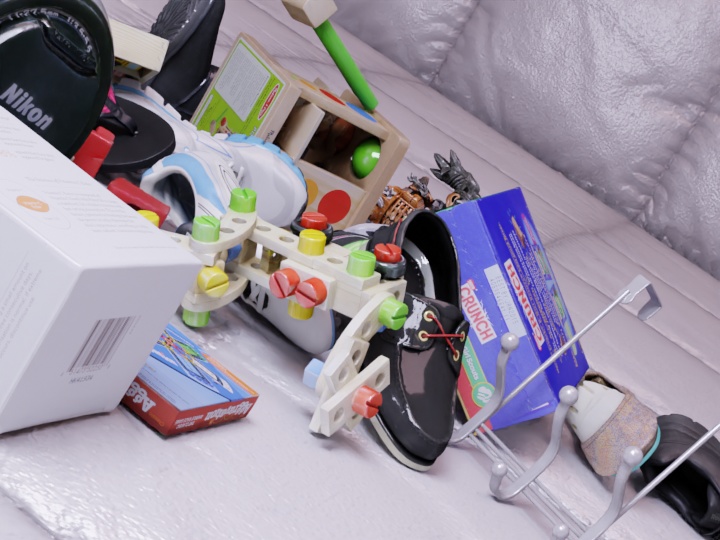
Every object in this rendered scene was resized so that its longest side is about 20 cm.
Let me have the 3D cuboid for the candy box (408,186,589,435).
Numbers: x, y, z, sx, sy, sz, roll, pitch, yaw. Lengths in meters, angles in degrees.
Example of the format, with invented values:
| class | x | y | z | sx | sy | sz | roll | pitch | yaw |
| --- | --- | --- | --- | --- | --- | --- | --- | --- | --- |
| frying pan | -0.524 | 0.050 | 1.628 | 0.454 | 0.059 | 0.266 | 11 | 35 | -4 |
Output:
| class | x | y | z | sx | sy | sz | roll | pitch | yaw |
| --- | --- | --- | --- | --- | --- | --- | --- | --- | --- |
| candy box | 0.108 | 0.027 | 1.253 | 0.170 | 0.077 | 0.200 | 69 | 15 | 1 |

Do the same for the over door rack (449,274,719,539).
| class | x | y | z | sx | sy | sz | roll | pitch | yaw |
| --- | --- | --- | --- | --- | --- | --- | --- | --- | --- |
| over door rack | 0.167 | 0.088 | 1.082 | 0.148 | 0.199 | 0.067 | 45 | -19 | 42 |

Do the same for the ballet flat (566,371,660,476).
| class | x | y | z | sx | sy | sz | roll | pitch | yaw |
| --- | --- | --- | --- | --- | --- | --- | --- | --- | --- |
| ballet flat | 0.196 | 0.120 | 1.302 | 0.067 | 0.068 | 0.200 | 42 | 3 | 0 |

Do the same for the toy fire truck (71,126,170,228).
| class | x | y | z | sx | sy | sz | roll | pitch | yaw |
| --- | --- | --- | --- | --- | --- | --- | --- | --- | --- |
| toy fire truck | -0.225 | -0.083 | 1.085 | 0.199 | 0.049 | 0.141 | 30 | 13 | -11 |

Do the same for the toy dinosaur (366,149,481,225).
| class | x | y | z | sx | sy | sz | roll | pitch | yaw |
| --- | --- | --- | --- | --- | --- | --- | --- | --- | --- |
| toy dinosaur | 0.079 | -0.040 | 1.637 | 0.200 | 0.102 | 0.136 | 47 | 23 | -18 |

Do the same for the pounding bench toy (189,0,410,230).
| class | x | y | z | sx | sy | sz | roll | pitch | yaw |
| --- | --- | --- | --- | --- | --- | --- | --- | --- | --- |
| pounding bench toy | -0.037 | -0.138 | 1.404 | 0.155 | 0.201 | 0.124 | 22 | 15 | -35 |

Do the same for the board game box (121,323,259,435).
| class | x | y | z | sx | sy | sz | roll | pitch | yaw |
| --- | --- | --- | --- | --- | --- | --- | --- | --- | --- |
| board game box | -0.157 | 0.024 | 0.912 | 0.199 | 0.020 | 0.103 | 37 | 14 | 17 |

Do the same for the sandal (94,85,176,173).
| class | x | y | z | sx | sy | sz | roll | pitch | yaw |
| --- | --- | --- | --- | --- | --- | --- | --- | --- | --- |
| sandal | -0.231 | -0.138 | 1.223 | 0.199 | 0.045 | 0.075 | 31 | 51 | 17 |

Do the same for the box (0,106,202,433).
| class | x | y | z | sx | sy | sz | roll | pitch | yaw |
| --- | --- | --- | --- | --- | --- | --- | --- | --- | --- |
| box | -0.201 | -0.020 | 0.792 | 0.199 | 0.098 | 0.124 | 37 | 14 | 17 |

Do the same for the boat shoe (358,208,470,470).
| class | x | y | z | sx | sy | sz | roll | pitch | yaw |
| --- | --- | --- | --- | --- | --- | --- | --- | --- | --- |
| boat shoe | 0.037 | 0.042 | 1.081 | 0.073 | 0.063 | 0.202 | 31 | 38 | -31 |

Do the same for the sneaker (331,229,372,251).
| class | x | y | z | sx | sy | sz | roll | pitch | yaw |
| --- | --- | --- | --- | --- | --- | --- | --- | --- | --- |
| sneaker | 0.000 | 0.000 | 1.252 | 0.083 | 0.077 | 0.200 | 20 | -4 | 21 |

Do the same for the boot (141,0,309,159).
| class | x | y | z | sx | sy | sz | roll | pitch | yaw |
| --- | --- | --- | --- | --- | --- | --- | --- | --- | --- |
| boot | -0.107 | -0.171 | 1.472 | 0.199 | 0.165 | 0.066 | 26 | 40 | -28 |

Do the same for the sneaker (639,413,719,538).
| class | x | y | z | sx | sy | sz | roll | pitch | yaw |
| --- | --- | --- | --- | --- | --- | --- | --- | --- | --- |
| sneaker | 0.313 | 0.199 | 1.310 | 0.199 | 0.076 | 0.091 | 28 | 21 | 9 |

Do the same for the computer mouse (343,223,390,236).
| class | x | y | z | sx | sy | sz | roll | pitch | yaw |
| --- | --- | --- | --- | --- | --- | --- | --- | --- | --- |
| computer mouse | 0.055 | 0.007 | 1.385 | 0.199 | 0.110 | 0.044 | 11 | 59 | -33 |

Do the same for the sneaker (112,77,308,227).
| class | x | y | z | sx | sy | sz | roll | pitch | yaw |
| --- | --- | --- | --- | --- | --- | --- | --- | --- | --- |
| sneaker | -0.138 | -0.083 | 1.279 | 0.199 | 0.075 | 0.087 | 24 | 19 | 0 |

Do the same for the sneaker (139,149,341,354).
| class | x | y | z | sx | sy | sz | roll | pitch | yaw |
| --- | --- | --- | --- | --- | --- | --- | --- | --- | --- |
| sneaker | -0.087 | -0.008 | 1.132 | 0.072 | 0.072 | 0.200 | -24 | 57 | -33 |

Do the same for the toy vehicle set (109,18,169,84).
| class | x | y | z | sx | sy | sz | roll | pitch | yaw |
| --- | --- | --- | --- | --- | --- | --- | --- | --- | --- |
| toy vehicle set | -0.236 | -0.187 | 1.314 | 0.123 | 0.027 | 0.200 | 19 | -5 | -16 |

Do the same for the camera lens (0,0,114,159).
| class | x | y | z | sx | sy | sz | roll | pitch | yaw |
| --- | --- | --- | --- | --- | --- | --- | --- | --- | --- |
| camera lens | -0.261 | -0.147 | 0.972 | 0.200 | 0.161 | 0.160 | 37 | 13 | 31 |

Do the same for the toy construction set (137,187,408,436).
| class | x | y | z | sx | sy | sz | roll | pitch | yaw |
| --- | --- | --- | --- | --- | --- | --- | --- | --- | --- |
| toy construction set | -0.047 | 0.015 | 1.018 | 0.200 | 0.093 | 0.131 | 39 | 32 | 23 |
